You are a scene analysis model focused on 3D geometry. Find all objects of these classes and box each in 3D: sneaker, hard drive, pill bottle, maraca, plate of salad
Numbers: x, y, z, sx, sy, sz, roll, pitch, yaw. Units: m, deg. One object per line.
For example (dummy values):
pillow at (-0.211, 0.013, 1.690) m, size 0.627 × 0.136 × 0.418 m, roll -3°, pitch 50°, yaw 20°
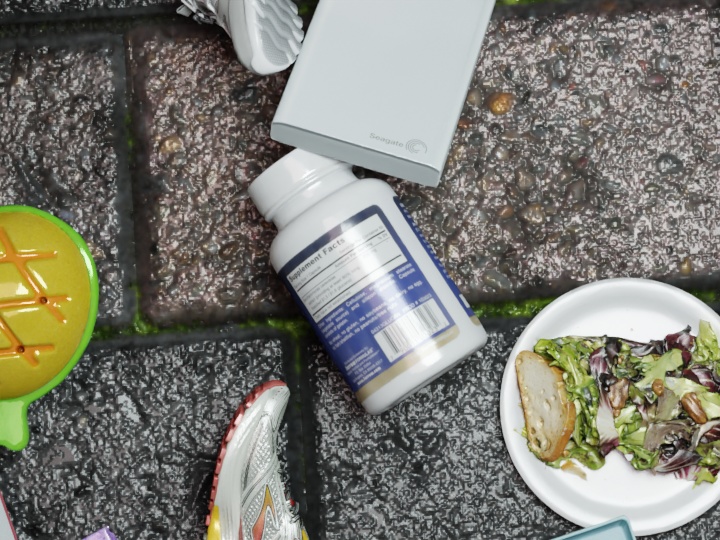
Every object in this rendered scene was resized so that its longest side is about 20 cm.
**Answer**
sneaker at (-0.102, -0.210, 1.463) m, size 0.082 × 0.075 × 0.200 m, roll -32°, pitch 43°, yaw 13°
hard drive at (0.022, -0.165, 1.455) m, size 0.132 × 0.027 × 0.200 m, roll 16°, pitch 57°, yaw 3°
pill bottle at (0.000, 0.000, 1.442) m, size 0.111 × 0.111 × 0.200 m, roll -32°, pitch 84°, yaw -2°
maraca at (-0.280, 0.047, 1.449) m, size 0.137 × 0.107 × 0.200 m, roll 24°, pitch 91°, yaw 6°
plate of salad at (0.208, 0.104, 1.456) m, size 0.200 × 0.048 × 0.201 m, roll 0°, pitch 83°, yaw 2°
sneaker at (-0.076, 0.183, 1.450) m, size 0.082 × 0.078 × 0.201 m, roll 9°, pitch 94°, yaw -1°

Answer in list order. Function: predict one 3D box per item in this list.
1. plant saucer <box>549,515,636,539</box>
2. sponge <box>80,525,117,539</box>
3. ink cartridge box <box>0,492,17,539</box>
plant saucer at (0.121, 0.251, 1.450) m, size 0.200 × 0.019 × 0.070 m, roll -19°, pitch 84°, yaw 6°
sponge at (-0.201, 0.312, 1.456) m, size 0.111 × 0.030 × 0.200 m, roll -27°, pitch 84°, yaw -1°
ink cartridge box at (-0.358, 0.242, 1.420) m, size 0.200 × 0.083 × 0.146 m, roll -23°, pitch 83°, yaw 15°
